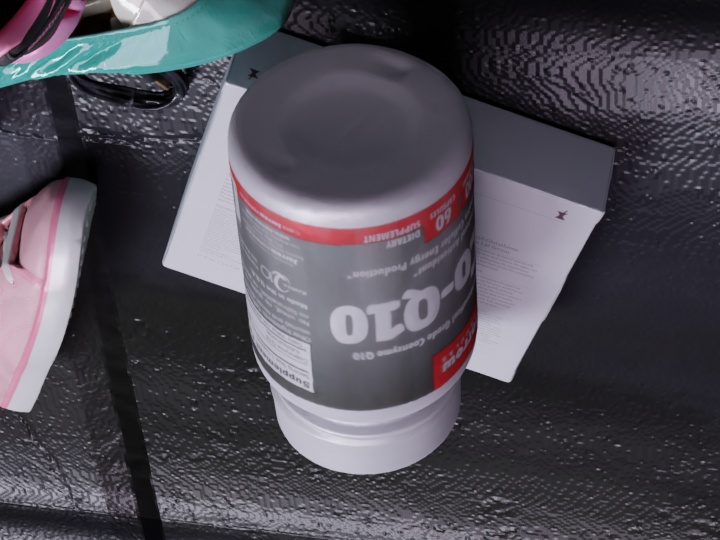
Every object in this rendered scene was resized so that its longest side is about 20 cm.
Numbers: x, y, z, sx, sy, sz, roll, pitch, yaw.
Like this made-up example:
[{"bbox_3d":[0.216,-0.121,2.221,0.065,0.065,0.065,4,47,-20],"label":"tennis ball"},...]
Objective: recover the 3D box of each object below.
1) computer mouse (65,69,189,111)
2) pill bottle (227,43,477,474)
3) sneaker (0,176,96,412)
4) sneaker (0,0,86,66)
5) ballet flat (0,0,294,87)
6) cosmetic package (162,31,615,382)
[{"bbox_3d":[-0.159,-0.143,1.266,0.059,0.034,0.200,-32,129,21],"label":"computer mouse"},{"bbox_3d":[0.000,0.000,1.238,0.113,0.114,0.200,6,138,10],"label":"pill bottle"},{"bbox_3d":[-0.212,0.009,1.420,0.104,0.076,0.200,16,145,-10],"label":"sneaker"},{"bbox_3d":[-0.145,-0.179,1.119,0.079,0.095,0.201,12,108,5],"label":"sneaker"},{"bbox_3d":[-0.131,-0.127,1.212,0.199,0.068,0.070,-10,143,4],"label":"ballet flat"},{"bbox_3d":[0.012,-0.032,1.322,0.199,0.052,0.151,19,142,-5],"label":"cosmetic package"}]
